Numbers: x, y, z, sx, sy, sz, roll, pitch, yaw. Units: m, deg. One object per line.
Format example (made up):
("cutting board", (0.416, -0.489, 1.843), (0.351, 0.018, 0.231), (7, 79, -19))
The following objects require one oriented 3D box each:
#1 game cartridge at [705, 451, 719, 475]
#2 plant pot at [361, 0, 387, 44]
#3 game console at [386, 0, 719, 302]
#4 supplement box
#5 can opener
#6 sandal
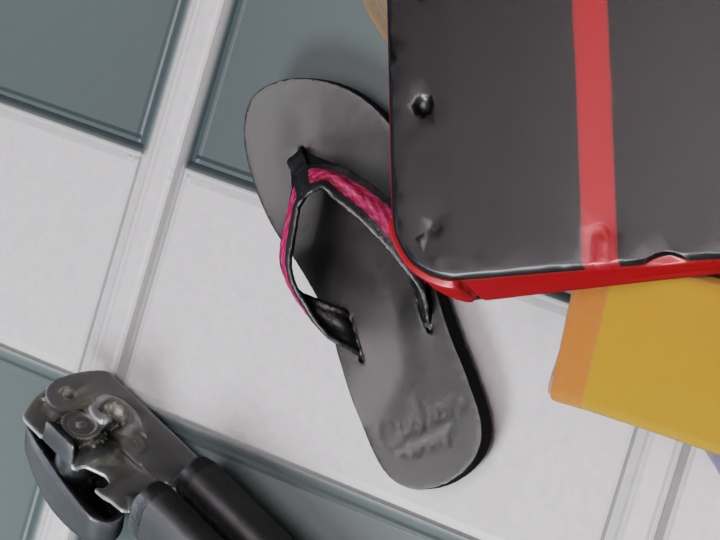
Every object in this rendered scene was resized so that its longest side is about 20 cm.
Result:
("game cartridge", (0.196, 0.048, 1.131), (0.130, 0.038, 0.201), (-41, 67, 26))
("plant pot", (0.067, -0.166, 1.191), (0.200, 0.093, 0.202), (-2, 86, 30))
("game console", (0.090, -0.093, 1.099), (0.176, 0.031, 0.201), (-6, 80, 26))
("supplement box", (0.167, 0.043, 1.066), (0.199, 0.069, 0.067), (18, 96, 47))
("can opener", (-0.081, 0.121, 1.286), (0.200, 0.053, 0.067), (42, 139, 26))
("sandal", (0.000, 0.000, 1.241), (0.075, 0.045, 0.201), (-31, 71, 25))
